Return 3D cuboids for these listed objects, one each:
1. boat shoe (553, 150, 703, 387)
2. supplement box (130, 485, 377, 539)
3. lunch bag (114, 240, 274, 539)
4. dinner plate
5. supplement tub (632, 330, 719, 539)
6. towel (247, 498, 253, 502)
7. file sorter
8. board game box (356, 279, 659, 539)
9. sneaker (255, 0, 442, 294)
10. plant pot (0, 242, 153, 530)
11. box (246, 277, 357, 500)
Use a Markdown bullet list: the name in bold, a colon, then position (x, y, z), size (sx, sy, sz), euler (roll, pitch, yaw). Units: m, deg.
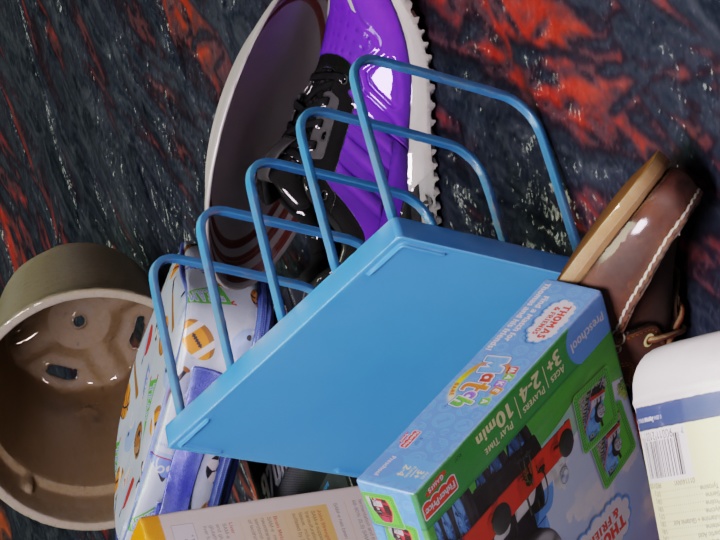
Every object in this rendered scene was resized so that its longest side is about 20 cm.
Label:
- **boat shoe**: position (0.119, 0.023, 1.233), size (0.070, 0.070, 0.200), euler (38, 142, 7)
- **supplement box**: position (-0.026, 0.198, 1.504), size (0.074, 0.199, 0.126), euler (114, 144, -51)
- **lunch bag**: position (-0.109, 0.091, 1.695), size (0.160, 0.075, 0.201), euler (-110, 33, -70)
- **dinner plate**: position (-0.052, -0.087, 1.526), size (0.200, 0.024, 0.201), euler (17, -90, -74)
- **supplement tub**: position (0.185, 0.116, 0.951), size (0.145, 0.144, 0.201), euler (155, 105, -70)
- **towel**: position (-0.013, 0.233, 1.653), size (0.201, 0.034, 0.132), euler (64, 156, -5)
- **file sorter**: position (0.000, 0.000, 1.344), size (0.200, 0.138, 0.123), euler (-42, 51, 38)
- **board game box**: position (0.079, 0.130, 1.185), size (0.036, 0.151, 0.201), euler (11, 132, 37)
- **sneaker**: position (-0.013, -0.076, 1.499), size (0.070, 0.099, 0.201), euler (-170, 72, -67)
- **plant pot**: position (-0.215, 0.072, 2.042), size (0.184, 0.199, 0.201), euler (-116, 23, -65)
- **box**: position (-0.026, 0.116, 1.702), size (0.200, 0.046, 0.160), euler (117, 140, -60)
